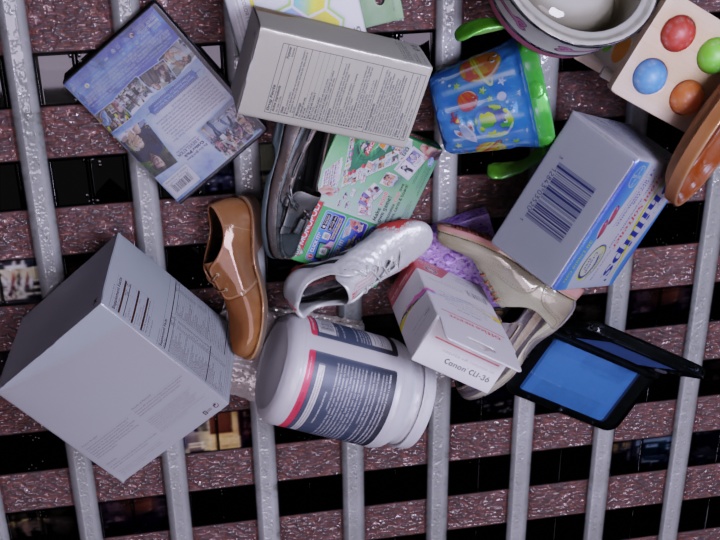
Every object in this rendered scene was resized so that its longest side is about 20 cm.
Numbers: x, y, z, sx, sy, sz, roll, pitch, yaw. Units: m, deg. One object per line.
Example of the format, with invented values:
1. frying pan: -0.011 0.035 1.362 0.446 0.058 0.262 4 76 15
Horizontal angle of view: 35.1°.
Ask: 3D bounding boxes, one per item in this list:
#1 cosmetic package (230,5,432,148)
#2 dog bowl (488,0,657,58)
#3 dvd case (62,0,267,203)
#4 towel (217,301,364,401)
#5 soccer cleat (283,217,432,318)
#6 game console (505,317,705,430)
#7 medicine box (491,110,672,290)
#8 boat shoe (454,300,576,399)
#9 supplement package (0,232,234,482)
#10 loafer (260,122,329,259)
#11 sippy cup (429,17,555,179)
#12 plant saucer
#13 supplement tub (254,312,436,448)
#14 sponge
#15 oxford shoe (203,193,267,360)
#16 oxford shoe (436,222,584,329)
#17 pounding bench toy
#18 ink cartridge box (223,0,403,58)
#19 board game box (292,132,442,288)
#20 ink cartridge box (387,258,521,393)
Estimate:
1. cosmetic package: -0.033 -0.211 1.247 0.198 0.071 0.106 11 119 -20
2. dog bowl: 0.224 -0.325 1.254 0.198 0.074 0.202 4 76 -16
3. dvd case: -0.222 -0.191 1.317 0.142 0.018 0.200 -38 116 9
4. towel: -0.100 0.111 1.487 0.198 0.035 0.134 9 115 -15
5. soccer cleat: 0.000 0.000 1.387 0.198 0.085 0.069 -22 119 1
6. game console: 0.331 0.148 1.547 0.198 0.176 0.118 22 83 -21
7. medicine box: 0.279 -0.080 1.369 0.199 0.103 0.183 -2 128 -57
8. boat shoe: 0.188 0.080 1.481 0.073 0.075 0.200 43 93 -17
9. supplement package: -0.287 0.106 1.369 0.191 0.148 0.200 -37 118 21
10. loafer: -0.072 -0.105 1.340 0.062 0.072 0.202 15 107 24
11. sippy cup: 0.151 -0.197 1.331 0.129 0.140 0.180 -13 91 8
12. plant saucer: 0.408 -0.165 1.300 0.032 0.200 0.201 36 110 18
13. supplement tub: -0.020 0.141 1.421 0.198 0.141 0.141 16 113 -20
14. sponge: 0.137 0.023 1.490 0.111 0.030 0.201 -19 118 -1
15. oxford shoe: -0.157 0.012 1.374 0.071 0.071 0.202 -9 97 -37
16. oxford shoe: 0.174 0.006 1.407 0.199 0.071 0.074 28 100 1
17. pounding bench toy: 0.380 -0.240 1.330 0.199 0.156 0.125 23 110 -21
18. ink cartridge box: -0.049 -0.296 1.273 0.198 0.059 0.105 -16 119 -3
19. board game box: -0.001 -0.088 1.407 0.133 0.029 0.201 19 112 -18
20. ink cartridge box: 0.111 0.072 1.380 0.116 0.200 0.068 24 111 -20
